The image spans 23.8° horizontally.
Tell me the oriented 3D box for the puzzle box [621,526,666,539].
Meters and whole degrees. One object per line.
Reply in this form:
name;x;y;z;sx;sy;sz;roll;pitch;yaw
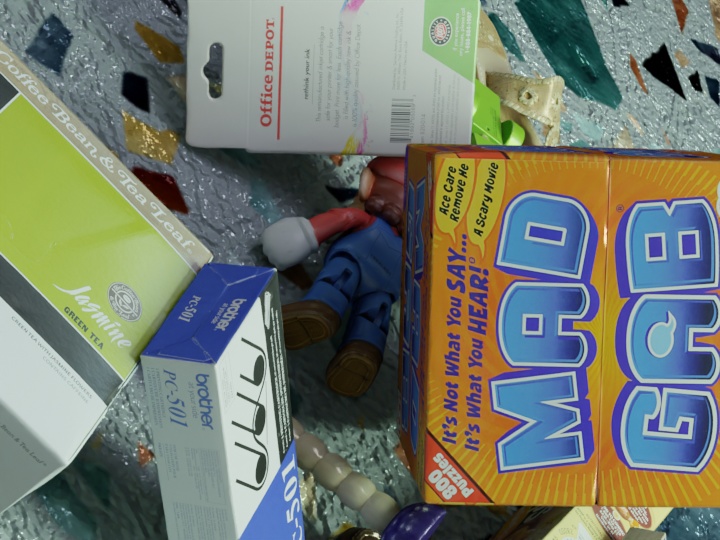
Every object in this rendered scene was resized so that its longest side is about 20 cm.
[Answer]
puzzle box;0.162;0.278;1.059;0.133;0.025;0.200;-43;132;-51

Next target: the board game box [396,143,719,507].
board game box;0.131;0.025;1.055;0.200;0.200;0.200;-115;-153;-84

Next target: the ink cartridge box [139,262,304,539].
ink cartridge box;-0.070;0.106;0.923;0.094;0.044;0.200;-61;152;-54

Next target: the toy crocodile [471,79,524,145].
toy crocodile;0.095;-0.089;1.401;0.067;0.062;0.200;32;34;-28

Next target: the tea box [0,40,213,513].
tea box;-0.214;0.002;0.870;0.200;0.134;0.197;46;35;-11

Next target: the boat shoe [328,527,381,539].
boat shoe;0.005;0.225;0.983;0.075;0.075;0.202;37;37;-23

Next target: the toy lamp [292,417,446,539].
toy lamp;-0.040;0.100;1.026;0.200;0.058;0.058;39;32;10

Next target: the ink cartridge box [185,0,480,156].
ink cartridge box;-0.022;-0.144;1.200;0.200;0.117;0.067;2;18;-5

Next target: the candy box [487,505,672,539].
candy box;0.126;0.187;1.128;0.055;0.115;0.200;56;34;3

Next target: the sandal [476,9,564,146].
sandal;0.143;-0.160;1.505;0.078;0.070;0.212;4;57;-48

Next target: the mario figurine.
mario figurine;0.000;0.000;1.207;0.200;0.106;0.124;-62;147;-43
